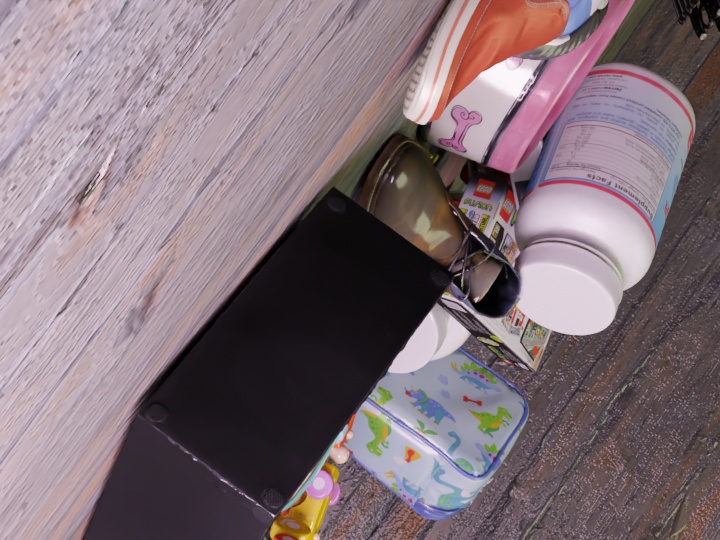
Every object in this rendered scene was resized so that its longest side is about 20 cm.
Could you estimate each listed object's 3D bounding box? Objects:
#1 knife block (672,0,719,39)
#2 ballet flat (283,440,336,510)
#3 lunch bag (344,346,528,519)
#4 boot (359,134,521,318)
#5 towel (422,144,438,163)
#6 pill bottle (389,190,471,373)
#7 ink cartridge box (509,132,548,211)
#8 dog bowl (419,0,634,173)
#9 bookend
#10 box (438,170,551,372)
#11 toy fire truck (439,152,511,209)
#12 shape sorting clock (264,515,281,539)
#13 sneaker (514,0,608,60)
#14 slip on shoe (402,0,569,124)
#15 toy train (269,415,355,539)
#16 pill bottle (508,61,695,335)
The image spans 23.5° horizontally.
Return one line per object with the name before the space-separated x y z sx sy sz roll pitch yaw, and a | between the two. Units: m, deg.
knife block | 0.443 -0.376 2.169 0.200 0.175 0.064 -50 175 -40
ballet flat | -0.033 0.075 1.212 0.201 0.062 0.067 -57 -149 2
lunch bag | 0.046 0.117 1.561 0.083 0.200 0.161 -57 175 37
boot | 0.062 -0.028 1.203 0.075 0.097 0.200 -56 161 -8
towel | 0.000 0.000 1.297 0.201 0.018 0.086 -60 177 -6
pill bottle | 0.062 0.012 1.536 0.111 0.111 0.200 -57 174 31
ink cartridge box | 0.151 -0.083 1.424 0.039 0.201 0.099 -9 -165 23
dog bowl | 0.128 -0.158 1.257 0.201 0.074 0.200 -54 174 -8
bookend | -0.060 0.090 1.021 0.199 0.092 0.200 -51 175 -38
box | 0.124 0.005 1.474 0.200 0.035 0.111 41 69 -59
toy fire truck | 0.108 -0.097 1.479 0.141 0.049 0.201 33 76 -60
shape sorting clock | -0.075 0.236 1.418 0.039 0.201 0.200 -20 179 7
sneaker | 0.137 -0.211 1.112 0.200 0.075 0.077 -52 152 -32
slip on shoe | 0.090 -0.154 1.009 0.200 0.061 0.074 -50 175 -30
toy train | -0.052 0.162 1.291 0.151 0.055 0.201 97 16 -52
pill bottle | 0.181 -0.054 1.321 0.109 0.108 0.201 118 -3 -57
